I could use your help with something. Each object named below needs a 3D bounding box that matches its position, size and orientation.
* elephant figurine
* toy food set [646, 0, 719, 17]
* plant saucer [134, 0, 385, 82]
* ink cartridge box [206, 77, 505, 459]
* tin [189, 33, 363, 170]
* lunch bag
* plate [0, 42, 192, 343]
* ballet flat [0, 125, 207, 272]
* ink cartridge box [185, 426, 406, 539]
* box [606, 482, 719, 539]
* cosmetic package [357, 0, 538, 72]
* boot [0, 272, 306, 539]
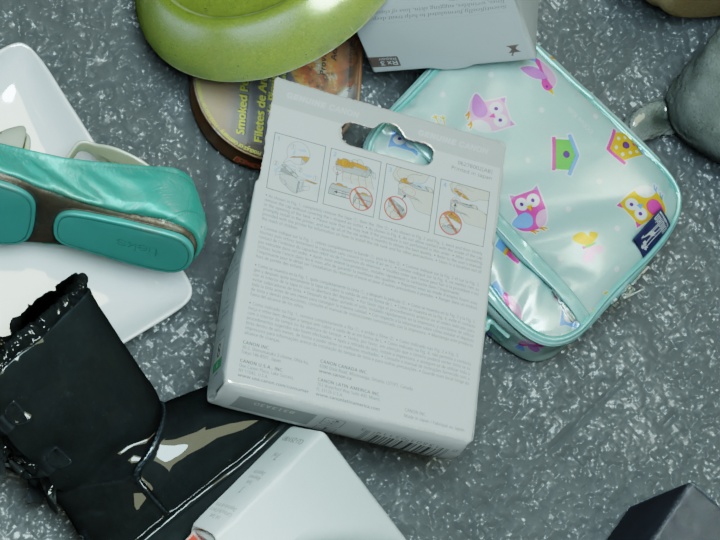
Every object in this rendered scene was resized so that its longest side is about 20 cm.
[{"bbox_3d":[0.308,-0.083,1.360,0.141,0.155,0.200,-26,73,-40],"label":"elephant figurine"},{"bbox_3d":[0.276,-0.218,1.358,0.196,0.200,0.049,-13,81,-13],"label":"toy food set"},{"bbox_3d":[-0.060,-0.210,1.292,0.199,0.031,0.201,-11,58,19],"label":"plant saucer"},{"bbox_3d":[0.000,0.000,1.251,0.160,0.050,0.201,15,65,-17],"label":"ink cartridge box"},{"bbox_3d":[-0.055,-0.162,1.351,0.111,0.042,0.202,9,74,-15],"label":"tin"},{"bbox_3d":[0.101,-0.047,1.336,0.200,0.077,0.160,44,70,2],"label":"lunch bag"},{"bbox_3d":[-0.236,-0.011,1.272,0.199,0.032,0.200,-33,85,-18],"label":"plate"},{"bbox_3d":[-0.190,-0.050,1.250,0.198,0.068,0.071,11,49,-11],"label":"ballet flat"},{"bbox_3d":[-0.034,0.223,1.218,0.174,0.043,0.200,-44,111,-20],"label":"ink cartridge box"},{"bbox_3d":[0.205,0.272,1.258,0.196,0.117,0.200,39,72,-1],"label":"box"},{"bbox_3d":[0.059,-0.231,1.328,0.112,0.081,0.201,-5,55,15],"label":"cosmetic package"},{"bbox_3d":[-0.133,0.073,1.234,0.198,0.073,0.163,-42,104,-15],"label":"boot"}]
